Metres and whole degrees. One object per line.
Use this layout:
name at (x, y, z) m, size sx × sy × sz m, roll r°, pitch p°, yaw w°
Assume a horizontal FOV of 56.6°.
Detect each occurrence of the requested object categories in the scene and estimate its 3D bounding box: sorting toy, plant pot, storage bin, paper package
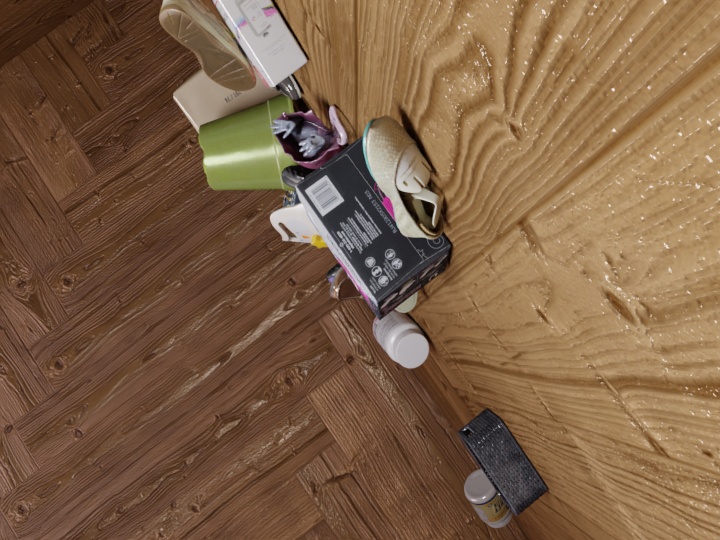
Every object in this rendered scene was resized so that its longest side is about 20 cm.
sorting toy at (-0.083, -0.091, 1.334) m, size 0.201 × 0.174 × 0.110 m, roll 63°, pitch -154°, yaw -68°
plant pot at (-0.208, -0.233, 1.289) m, size 0.200 × 0.184 × 0.206 m, roll 170°, pitch 90°, yaw -87°
storage bin at (0.320, 0.432, 1.521) m, size 0.202 × 0.093 × 0.135 m, roll 56°, pitch 176°, yaw -3°
paper package at (-0.264, -0.351, 1.402) m, size 0.193 × 0.198 × 0.103 m, roll 55°, pitch 176°, yaw -21°

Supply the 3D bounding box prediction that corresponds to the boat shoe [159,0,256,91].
boat shoe at (-0.220, -0.348, 1.009) m, size 0.200 × 0.069 × 0.066 m, roll 43°, pitch -136°, yaw -57°

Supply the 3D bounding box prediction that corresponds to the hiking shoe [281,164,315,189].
hiking shoe at (-0.064, -0.108, 1.200) m, size 0.197 × 0.102 × 0.076 m, roll 31°, pitch -153°, yaw -4°

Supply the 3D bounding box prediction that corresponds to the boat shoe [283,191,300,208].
boat shoe at (-0.150, -0.184, 1.529) m, size 0.203 × 0.090 × 0.071 m, roll 59°, pitch 175°, yaw -21°

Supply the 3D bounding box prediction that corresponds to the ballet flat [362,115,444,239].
ballet flat at (0.059, -0.100, 0.750) m, size 0.061 × 0.069 × 0.201 m, roll 20°, pitch 163°, yaw 26°

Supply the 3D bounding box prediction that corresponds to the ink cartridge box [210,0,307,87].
ink cartridge box at (-0.164, -0.374, 0.977) m, size 0.202 × 0.067 × 0.116 m, roll 57°, pitch 176°, yaw -19°

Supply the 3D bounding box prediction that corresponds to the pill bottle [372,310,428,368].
pill bottle at (0.111, 0.185, 1.834) m, size 0.115 × 0.112 × 0.200 m, roll 56°, pitch 176°, yaw -21°

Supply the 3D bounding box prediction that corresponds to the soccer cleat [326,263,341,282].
soccer cleat at (0.000, 0.000, 1.421) m, size 0.199 × 0.067 × 0.075 m, roll -27°, pitch -88°, yaw -56°

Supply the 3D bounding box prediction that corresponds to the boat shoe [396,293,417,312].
boat shoe at (0.049, -0.013, 1.300) m, size 0.202 × 0.074 × 0.066 m, roll 58°, pitch 177°, yaw -21°

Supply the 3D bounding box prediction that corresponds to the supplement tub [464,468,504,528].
supplement tub at (0.499, 0.885, 2.591) m, size 0.202 × 0.143 × 0.144 m, roll 57°, pitch 175°, yaw -28°

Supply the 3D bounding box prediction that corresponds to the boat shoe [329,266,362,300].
boat shoe at (0.019, 0.016, 1.350) m, size 0.071 × 0.198 × 0.078 m, roll 26°, pitch 123°, yaw 34°

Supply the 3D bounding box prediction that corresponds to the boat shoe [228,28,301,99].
boat shoe at (-0.177, -0.372, 1.209) m, size 0.202 × 0.056 × 0.067 m, roll 54°, pitch 176°, yaw 18°

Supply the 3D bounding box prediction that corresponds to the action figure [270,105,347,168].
action figure at (-0.055, -0.199, 1.093) m, size 0.199 × 0.146 × 0.137 m, roll 24°, pitch -136°, yaw -59°

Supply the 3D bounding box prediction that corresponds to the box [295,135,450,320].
box at (0.017, -0.057, 0.937) m, size 0.202 × 0.131 × 0.115 m, roll 54°, pitch 174°, yaw 16°
